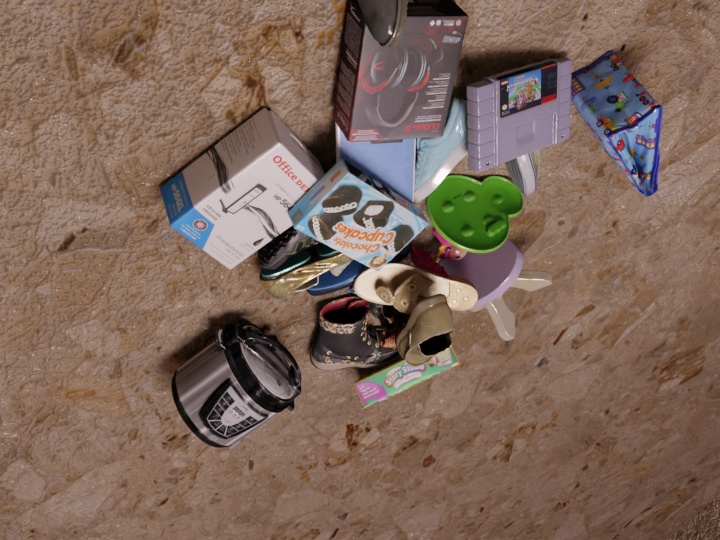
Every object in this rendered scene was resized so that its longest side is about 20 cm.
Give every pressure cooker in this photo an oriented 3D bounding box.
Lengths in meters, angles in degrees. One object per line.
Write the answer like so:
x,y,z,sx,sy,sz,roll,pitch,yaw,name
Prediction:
-0.209,0.190,1.440,0.199,0.180,0.176,-35,163,14,pressure cooker

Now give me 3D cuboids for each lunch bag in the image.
0.410,-0.214,1.303,0.093,0.151,0.200,-28,140,7,lunch bag

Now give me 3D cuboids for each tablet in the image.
0.024,-0.163,1.231,0.129,0.014,0.202,-11,120,-19,tablet

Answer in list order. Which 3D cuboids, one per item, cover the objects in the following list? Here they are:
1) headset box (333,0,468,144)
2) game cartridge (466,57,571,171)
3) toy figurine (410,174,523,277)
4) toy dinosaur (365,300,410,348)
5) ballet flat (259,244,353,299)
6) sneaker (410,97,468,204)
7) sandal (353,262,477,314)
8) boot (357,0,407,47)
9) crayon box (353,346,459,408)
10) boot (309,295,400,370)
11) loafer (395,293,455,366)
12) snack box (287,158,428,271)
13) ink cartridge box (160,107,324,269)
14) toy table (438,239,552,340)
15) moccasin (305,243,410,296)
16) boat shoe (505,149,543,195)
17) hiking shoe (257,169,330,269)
0.049,-0.264,1.116,0.147,0.075,0.202,-6,131,-20,headset box
0.238,-0.234,1.216,0.199,0.038,0.131,-23,125,-30,game cartridge
0.164,-0.057,1.411,0.199,0.151,0.184,-28,162,-34,toy figurine
0.068,0.079,1.458,0.101,0.200,0.137,-19,106,0,toy dinosaur
-0.068,-0.011,1.346,0.198,0.071,0.071,-24,141,-3,ballet flat
0.110,-0.189,1.267,0.082,0.074,0.200,34,123,-14,sneaker
0.096,0.040,1.346,0.209,0.070,0.078,7,115,-9,sandal
-0.051,-0.347,0.941,0.198,0.184,0.072,-7,176,-29,boot
0.092,0.199,1.618,0.198,0.059,0.173,-26,176,2,crayon box
0.005,0.114,1.536,0.198,0.074,0.151,-5,141,-11,boot
0.107,0.113,1.341,0.075,0.068,0.201,-15,151,-13,loafer
0.000,-0.077,1.222,0.116,0.037,0.199,-43,139,19,snack box
-0.163,-0.114,1.188,0.199,0.085,0.146,-34,140,13,ink cartridge box
0.234,0.022,1.479,0.117,0.186,0.199,27,157,-35,toy table
0.000,0.000,1.401,0.198,0.081,0.068,-21,145,-1,moccasin
0.265,-0.201,1.314,0.062,0.072,0.201,-28,140,-3,boat shoe
-0.075,-0.062,1.297,0.200,0.076,0.100,-42,134,20,hiking shoe
